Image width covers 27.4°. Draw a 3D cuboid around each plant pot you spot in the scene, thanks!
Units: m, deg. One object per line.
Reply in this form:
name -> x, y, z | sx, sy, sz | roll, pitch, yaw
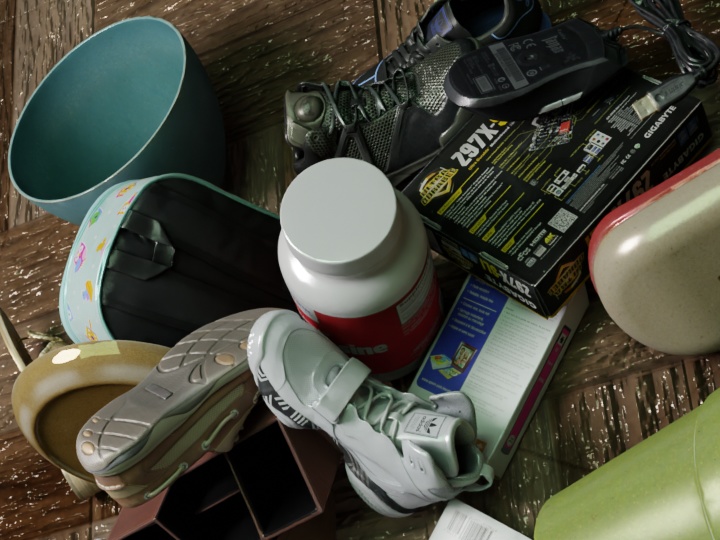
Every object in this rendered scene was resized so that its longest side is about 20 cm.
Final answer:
plant pot -> -0.200, -0.110, 1.347 | 0.199, 0.135, 0.201 | -20, 49, 24
plant pot -> -0.185, 0.127, 1.198 | 0.199, 0.200, 0.028 | -18, 46, 25
plant pot -> 0.220, 0.173, 0.948 | 0.190, 0.200, 0.201 | -28, 56, 35

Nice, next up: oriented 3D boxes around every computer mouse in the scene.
computer mouse -> 0.172, -0.140, 1.120 | 0.199, 0.046, 0.141 | -23, 43, -7

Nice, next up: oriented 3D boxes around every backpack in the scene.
backpack -> -0.147, 0.014, 1.226 | 0.153, 0.200, 0.177 | 8, 75, 50

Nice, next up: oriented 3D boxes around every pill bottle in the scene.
pill bottle -> 0.000, 0.000, 1.124 | 0.112, 0.200, 0.113 | -4, 64, 8

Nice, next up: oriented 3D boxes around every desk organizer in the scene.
desk organizer -> -0.107, 0.175, 1.158 | 0.200, 0.072, 0.077 | -33, 23, 35

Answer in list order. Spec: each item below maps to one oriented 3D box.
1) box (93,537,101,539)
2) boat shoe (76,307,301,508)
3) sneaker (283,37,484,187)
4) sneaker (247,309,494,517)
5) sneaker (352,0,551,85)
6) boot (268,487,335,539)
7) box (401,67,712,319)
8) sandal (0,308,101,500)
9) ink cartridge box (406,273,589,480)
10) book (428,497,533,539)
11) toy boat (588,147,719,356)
box -> -0.185, 0.338, 1.100 | 0.096, 0.201, 0.176 | -23, 43, -30
boat shoe -> -0.120, 0.101, 1.109 | 0.200, 0.072, 0.076 | -36, 34, -22
sneaker -> 0.012, -0.130, 1.210 | 0.199, 0.114, 0.077 | -36, 45, 36
sneaker -> 0.012, 0.098, 1.074 | 0.115, 0.200, 0.075 | -17, 30, 48
sneaker -> 0.061, -0.187, 1.260 | 0.199, 0.078, 0.070 | -27, 57, 20
boot -> -0.105, 0.259, 1.178 | 0.146, 0.070, 0.201 | -8, 53, 42
box -> 0.147, -0.078, 1.143 | 0.200, 0.049, 0.159 | -47, 47, -13
sandal -> -0.264, 0.106, 1.353 | 0.069, 0.078, 0.212 | -28, 60, -5
ink cartridge box -> 0.110, 0.053, 1.148 | 0.094, 0.037, 0.201 | 23, 85, 37
book -> 0.072, 0.280, 1.065 | 0.133, 0.048, 0.201 | 24, 82, 40
toy boat -> 0.257, -0.034, 1.058 | 0.200, 0.131, 0.131 | -31, 26, 17
